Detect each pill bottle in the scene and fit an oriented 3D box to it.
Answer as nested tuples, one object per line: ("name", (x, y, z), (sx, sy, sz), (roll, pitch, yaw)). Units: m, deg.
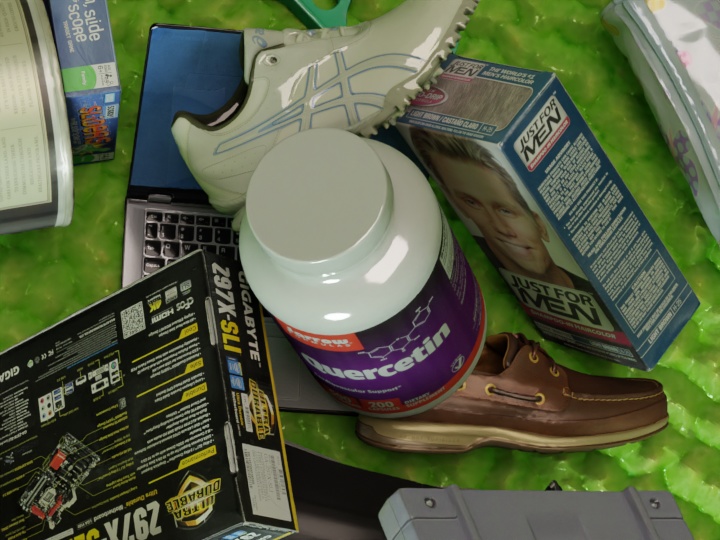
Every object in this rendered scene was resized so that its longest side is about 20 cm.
("pill bottle", (0.000, 0.000, 1.269), (0.111, 0.200, 0.113), (-6, 66, 13))

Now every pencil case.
("pencil case", (0.228, -0.099, 1.468), (0.090, 0.083, 0.201), (-17, 78, -38))

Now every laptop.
("laptop", (-0.045, -0.025, 1.374), (0.185, 0.116, 0.202), (4, 74, -10))

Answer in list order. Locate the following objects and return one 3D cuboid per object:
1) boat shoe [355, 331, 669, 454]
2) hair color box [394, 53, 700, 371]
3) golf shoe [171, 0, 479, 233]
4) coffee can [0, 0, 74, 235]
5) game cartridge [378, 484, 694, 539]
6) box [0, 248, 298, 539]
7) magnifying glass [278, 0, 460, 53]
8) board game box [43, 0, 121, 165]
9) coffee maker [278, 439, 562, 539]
("boat shoe", (0.095, 0.072, 1.389), (0.198, 0.072, 0.068), (1, 98, -15))
("hair color box", (0.112, -0.033, 1.367), (0.061, 0.100, 0.200), (-50, 126, -19))
("golf shoe", (-0.021, -0.114, 1.316), (0.200, 0.078, 0.097), (-43, 100, 1))
("coffee can", (-0.276, -0.082, 1.324), (0.198, 0.146, 0.148), (-10, 77, -14))
("game cartridge", (0.115, 0.174, 1.222), (0.199, 0.038, 0.130), (4, 44, -37))
("box", (-0.134, 0.099, 1.277), (0.049, 0.199, 0.161), (17, 54, -50))
("magnifying glass", (-0.030, -0.177, 1.468), (0.198, 0.022, 0.080), (21, 72, -5))
("board game box", (-0.177, -0.179, 1.377), (0.034, 0.135, 0.202), (-8, 78, -10))
("coffee maker", (0.018, 0.173, 1.296), (0.198, 0.192, 0.136), (12, 89, -7))
